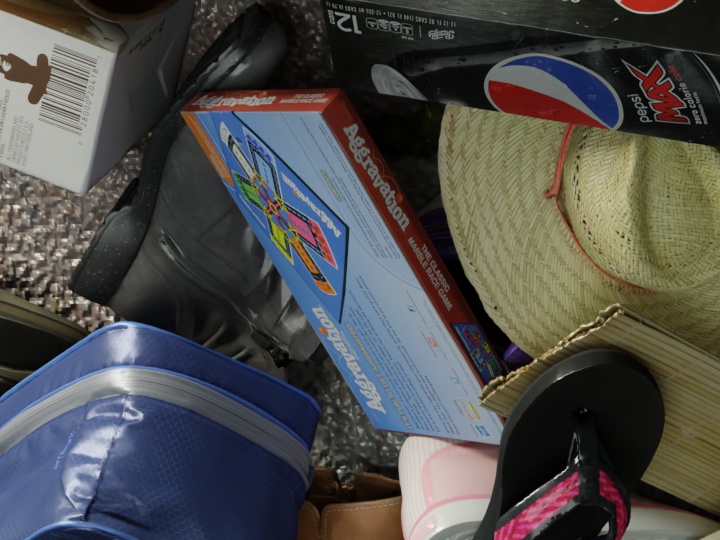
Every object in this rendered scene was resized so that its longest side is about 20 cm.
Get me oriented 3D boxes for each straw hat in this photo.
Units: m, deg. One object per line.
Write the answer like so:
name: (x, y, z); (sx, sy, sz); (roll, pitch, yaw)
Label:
straw hat: (0.133, -0.038, 1.073); (0.200, 0.085, 0.202); (-1, 98, -4)

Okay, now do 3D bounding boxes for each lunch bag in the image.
lunch bag: (-0.116, 0.114, 1.215); (0.136, 0.133, 0.200); (29, 146, -25)

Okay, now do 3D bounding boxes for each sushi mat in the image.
sushi mat: (0.156, 0.073, 1.132); (0.200, 0.012, 0.096); (27, 138, -32)

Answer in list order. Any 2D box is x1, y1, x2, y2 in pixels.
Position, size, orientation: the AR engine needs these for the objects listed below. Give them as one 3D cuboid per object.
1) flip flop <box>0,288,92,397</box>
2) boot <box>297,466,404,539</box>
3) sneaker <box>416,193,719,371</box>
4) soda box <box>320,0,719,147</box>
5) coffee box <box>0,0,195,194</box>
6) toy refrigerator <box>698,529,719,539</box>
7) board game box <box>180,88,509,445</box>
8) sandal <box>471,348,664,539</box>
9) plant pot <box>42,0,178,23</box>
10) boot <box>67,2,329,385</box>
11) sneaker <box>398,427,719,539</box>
flip flop: (-0.221, 0.012, 1.272); (0.199, 0.058, 0.081); (26, 124, -13)
boot: (0.030, 0.182, 1.257); (0.199, 0.074, 0.155); (4, 110, 13)
sneaker: (0.105, 0.032, 1.157); (0.199, 0.083, 0.081); (19, 118, 8)
soda box: (0.088, -0.107, 1.024); (0.199, 0.071, 0.063); (10, 148, 15)
coffee box: (-0.194, -0.123, 1.167); (0.199, 0.114, 0.080); (21, 118, 9)
toy refrigerator: (0.225, 0.151, 1.142); (0.199, 0.076, 0.070); (-28, 131, 11)
board game box: (0.000, 0.000, 1.132); (0.103, 0.019, 0.200); (3, 132, 47)
sandal: (0.089, 0.120, 1.109); (0.075, 0.045, 0.201); (8, 125, -20)
plant pot: (-0.181, -0.216, 1.098); (0.199, 0.187, 0.188); (10, 116, 26)
boot: (-0.048, -0.029, 1.197); (0.131, 0.070, 0.200); (32, 129, -3)
sneaker: (0.108, 0.121, 1.210); (0.199, 0.105, 0.076); (13, 121, -22)
